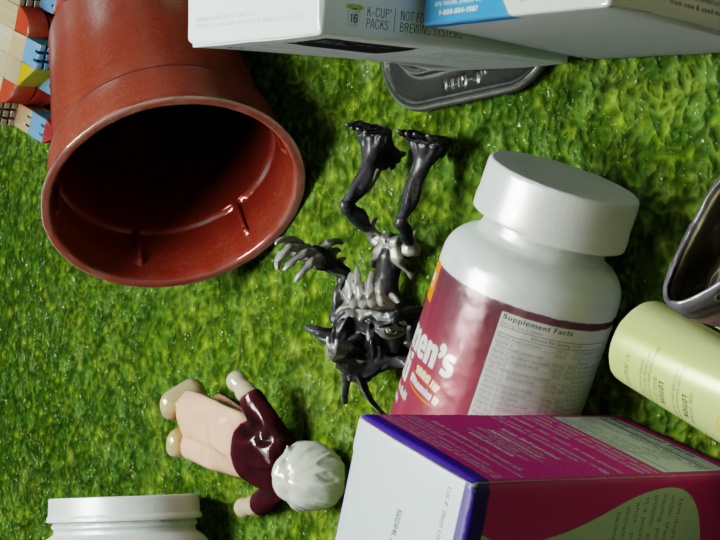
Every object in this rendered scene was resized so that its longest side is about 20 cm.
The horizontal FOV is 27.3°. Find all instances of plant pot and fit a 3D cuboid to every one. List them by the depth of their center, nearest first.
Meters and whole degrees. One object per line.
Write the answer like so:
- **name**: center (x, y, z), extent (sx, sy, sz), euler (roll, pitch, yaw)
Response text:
- **plant pot**: center (-0.162, -0.126, 1.173), extent (0.201, 0.200, 0.195), euler (-53, 39, 35)

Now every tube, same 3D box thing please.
- **tube**: center (0.211, 0.076, 0.758), extent (0.200, 0.058, 0.052), euler (34, 97, 47)

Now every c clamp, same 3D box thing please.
- **c clamp**: center (0.077, -0.196, 0.990), extent (0.200, 0.027, 0.171), euler (-14, 80, 50)

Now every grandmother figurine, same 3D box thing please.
- **grandmother figurine**: center (-0.083, 0.135, 1.144), extent (0.200, 0.061, 0.121), euler (18, 128, 49)

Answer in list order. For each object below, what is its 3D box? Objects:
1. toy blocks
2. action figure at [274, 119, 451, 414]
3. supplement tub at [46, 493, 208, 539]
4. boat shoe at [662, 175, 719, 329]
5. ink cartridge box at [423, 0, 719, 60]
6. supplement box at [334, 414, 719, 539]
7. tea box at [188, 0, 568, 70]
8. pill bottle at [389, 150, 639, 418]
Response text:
- **toy blocks**: center (-0.339, -0.220, 1.499), extent (0.137, 0.100, 0.200), euler (29, 111, 38)
- **action figure**: center (0.000, 0.000, 1.007), extent (0.119, 0.102, 0.200), euler (15, 98, 41)
- **supplement tub**: center (-0.189, 0.282, 1.191), extent (0.145, 0.145, 0.200), euler (-14, 76, 52)
- **boat shoe**: center (0.221, -0.049, 0.745), extent (0.200, 0.065, 0.072), euler (-61, 43, 29)
- **ink cartridge box**: center (0.139, -0.226, 0.805), extent (0.147, 0.144, 0.200), euler (6, 91, 53)
- **supplement box**: center (0.095, 0.139, 0.785), extent (0.103, 0.200, 0.101), euler (25, 106, 52)
- **tea box**: center (0.015, -0.226, 0.886), extent (0.134, 0.200, 0.197), euler (7, 95, 50)
- **pill bottle**: center (0.089, 0.038, 0.876), extent (0.110, 0.109, 0.200), euler (36, 115, 49)
